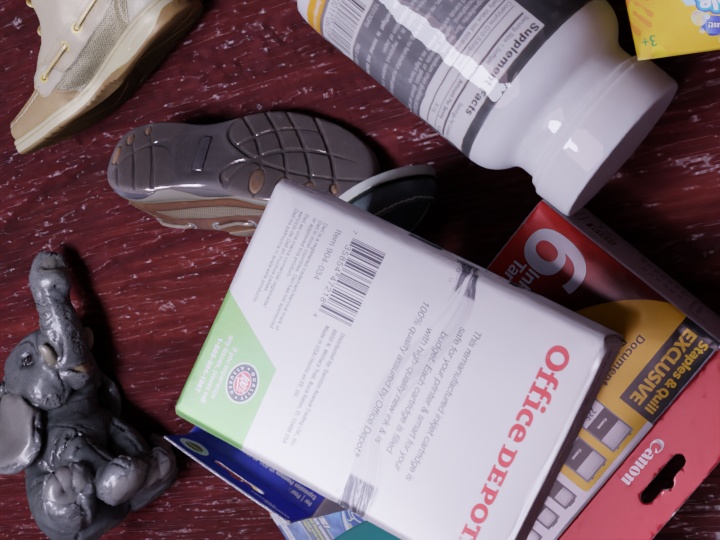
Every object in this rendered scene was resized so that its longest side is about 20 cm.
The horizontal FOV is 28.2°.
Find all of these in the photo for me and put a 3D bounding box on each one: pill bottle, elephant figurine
[{"bbox_3d":[0.070,-0.129,0.802,0.200,0.116,0.116,41,131,10],"label":"pill bottle"},{"bbox_3d":[-0.246,0.114,1.174,0.200,0.155,0.142,54,176,14],"label":"elephant figurine"}]

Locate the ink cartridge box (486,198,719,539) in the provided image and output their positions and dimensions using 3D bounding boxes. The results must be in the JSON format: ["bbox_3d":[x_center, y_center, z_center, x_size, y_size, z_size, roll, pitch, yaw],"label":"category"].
[{"bbox_3d":[0.122,0.086,0.852,0.176,0.084,0.200,39,105,12],"label":"ink cartridge box"}]

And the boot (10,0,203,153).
[{"bbox_3d":[-0.217,-0.187,1.008,0.200,0.073,0.155,-36,91,40],"label":"boot"}]

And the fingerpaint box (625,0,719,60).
[{"bbox_3d":[0.218,-0.200,0.684,0.200,0.073,0.167,-2,112,37],"label":"fingerpaint box"}]

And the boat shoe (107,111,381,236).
[{"bbox_3d":[-0.074,-0.061,0.984,0.200,0.076,0.072,6,151,24],"label":"boat shoe"}]

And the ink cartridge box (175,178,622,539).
[{"bbox_3d":[0.023,0.058,0.789,0.200,0.084,0.146,27,95,16],"label":"ink cartridge box"}]

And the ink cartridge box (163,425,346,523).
[{"bbox_3d":[-0.036,0.114,0.906,0.095,0.200,0.037,31,99,19],"label":"ink cartridge box"}]

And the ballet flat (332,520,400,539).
[{"bbox_3d":[0.052,0.183,0.961,0.200,0.069,0.069,-34,92,20],"label":"ballet flat"}]

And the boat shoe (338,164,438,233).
[{"bbox_3d":[0.000,0.000,0.942,0.200,0.073,0.062,-46,57,49],"label":"boat shoe"}]

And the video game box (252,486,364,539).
[{"bbox_3d":[0.009,0.161,1.051,0.182,0.047,0.200,-30,94,39],"label":"video game box"}]
